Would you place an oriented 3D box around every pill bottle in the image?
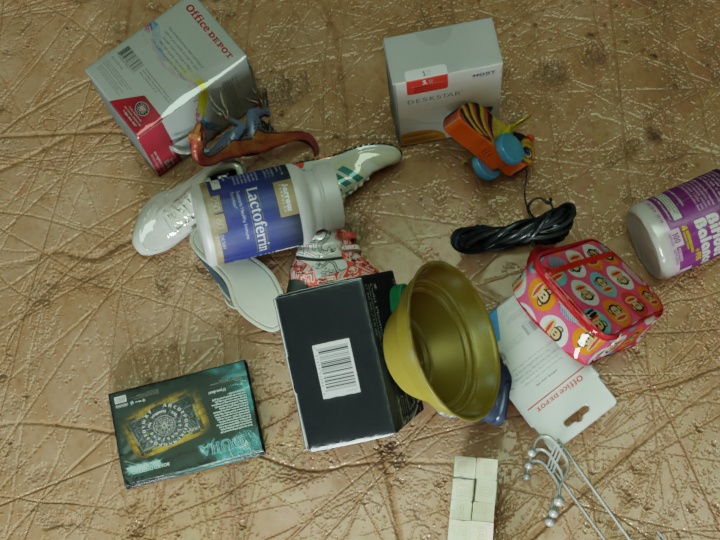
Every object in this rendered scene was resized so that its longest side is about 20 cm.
[{"bbox_3d":[0.480,-0.075,1.697,0.199,0.112,0.113,-24,70,-3],"label":"pill bottle"},{"bbox_3d":[-0.127,-0.083,1.696,0.199,0.116,0.116,-14,70,-8],"label":"pill bottle"}]

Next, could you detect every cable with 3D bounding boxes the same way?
[{"bbox_3d":[0.208,-0.057,1.670,0.162,0.200,0.051,-6,88,-7],"label":"cable"}]

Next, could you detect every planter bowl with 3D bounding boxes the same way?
[{"bbox_3d":[0.085,0.096,1.513,0.083,0.200,0.202,-20,66,33],"label":"planter bowl"}]

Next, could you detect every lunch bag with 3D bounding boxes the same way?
[{"bbox_3d":[0.296,0.031,1.643,0.176,0.199,0.082,49,125,20],"label":"lunch bag"}]

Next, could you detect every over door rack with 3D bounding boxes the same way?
[{"bbox_3d":[0.284,0.307,1.561,0.067,0.148,0.200,-43,72,-12],"label":"over door rack"}]

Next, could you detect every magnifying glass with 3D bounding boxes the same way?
[{"bbox_3d":[0.089,0.105,1.646,0.022,0.201,0.080,-17,26,20],"label":"magnifying glass"}]

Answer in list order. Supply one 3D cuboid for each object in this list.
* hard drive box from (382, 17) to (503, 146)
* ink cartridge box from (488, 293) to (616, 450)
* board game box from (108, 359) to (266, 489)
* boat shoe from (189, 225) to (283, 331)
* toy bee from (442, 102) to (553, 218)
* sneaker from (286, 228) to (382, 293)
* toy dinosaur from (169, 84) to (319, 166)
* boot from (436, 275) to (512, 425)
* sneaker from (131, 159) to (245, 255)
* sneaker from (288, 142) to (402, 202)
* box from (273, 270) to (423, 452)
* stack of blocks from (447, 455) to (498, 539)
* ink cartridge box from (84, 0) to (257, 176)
[{"bbox_3d":[0.118,-0.264,1.749,0.155,0.200,0.077,-11,70,2],"label":"hard drive box"},{"bbox_3d":[0.245,0.134,1.657,0.116,0.067,0.200,-38,72,7],"label":"ink cartridge box"},{"bbox_3d":[-0.241,0.213,1.703,0.199,0.028,0.136,-14,70,-1],"label":"board game box"},{"bbox_3d":[-0.169,0.015,1.749,0.200,0.062,0.075,42,81,19],"label":"boat shoe"},{"bbox_3d":[0.203,-0.172,1.769,0.130,0.201,0.109,-10,34,32],"label":"toy bee"},{"bbox_3d":[-0.001,0.000,1.737,0.200,0.067,0.109,7,74,10],"label":"sneaker"},{"bbox_3d":[-0.169,-0.193,1.750,0.199,0.105,0.182,17,36,5],"label":"toy dinosaur"},{"bbox_3d":[0.152,0.107,1.628,0.090,0.073,0.201,15,64,-17],"label":"boot"},{"bbox_3d":[-0.248,-0.098,1.772,0.200,0.100,0.075,-41,100,-8],"label":"sneaker"},{"bbox_3d":[-0.030,-0.123,1.792,0.198,0.070,0.094,-14,88,-2],"label":"sneaker"},{"bbox_3d":[-0.011,0.112,1.594,0.123,0.197,0.201,-13,90,12],"label":"box"},{"bbox_3d":[0.141,0.344,1.579,0.058,0.115,0.201,5,71,6],"label":"stack of blocks"},{"bbox_3d":[-0.271,-0.273,1.815,0.200,0.145,0.146,-37,72,-8],"label":"ink cartridge box"}]
